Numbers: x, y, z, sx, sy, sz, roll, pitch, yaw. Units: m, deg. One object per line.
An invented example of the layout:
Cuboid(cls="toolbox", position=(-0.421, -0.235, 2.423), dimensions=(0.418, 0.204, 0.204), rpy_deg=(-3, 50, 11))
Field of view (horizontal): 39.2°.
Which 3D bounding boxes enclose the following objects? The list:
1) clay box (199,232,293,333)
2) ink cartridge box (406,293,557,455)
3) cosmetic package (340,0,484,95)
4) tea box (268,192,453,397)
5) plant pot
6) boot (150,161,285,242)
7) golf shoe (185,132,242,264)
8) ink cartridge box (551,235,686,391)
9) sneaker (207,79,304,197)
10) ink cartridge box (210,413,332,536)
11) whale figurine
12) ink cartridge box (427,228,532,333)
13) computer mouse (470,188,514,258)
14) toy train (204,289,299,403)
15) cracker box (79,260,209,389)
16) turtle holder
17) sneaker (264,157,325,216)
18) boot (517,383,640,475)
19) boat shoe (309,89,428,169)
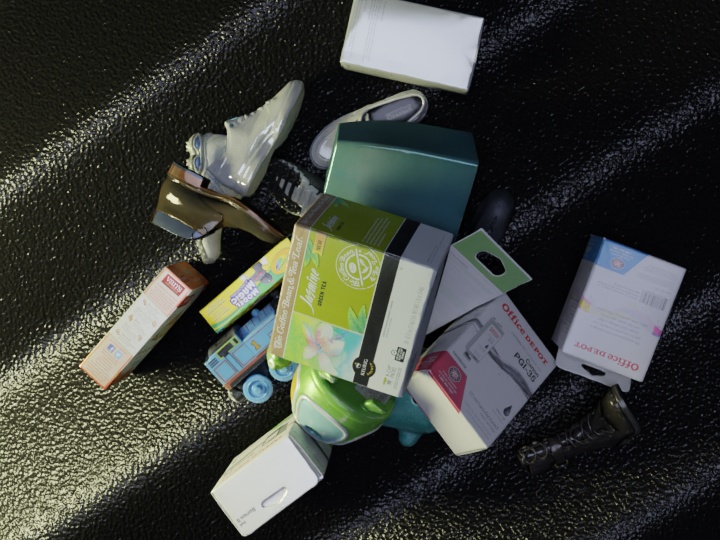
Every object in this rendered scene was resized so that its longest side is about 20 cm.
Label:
Cuboid(cls="clay box", position=(-0.144, 0.010, 1.527), dimensions=(0.200, 0.115, 0.048), rpy_deg=(-39, 91, 5))
Cuboid(cls="ink cartridge box", position=(0.175, 0.147, 1.478), dimensions=(0.200, 0.083, 0.147), rpy_deg=(-42, 98, -34))
Cuboid(cls="cosmetic package", position=(0.078, -0.338, 1.511), dimensions=(0.199, 0.081, 0.114), rpy_deg=(15, 95, 1))
Cuboid(cls="tea box", position=(0.000, 0.031, 1.364), dimensions=(0.195, 0.134, 0.201), rpy_deg=(17, 116, 9))
Cuboid(cls="plant pot", position=(0.052, -0.138, 1.465), dimensions=(0.199, 0.142, 0.142), rpy_deg=(14, 115, -4))
Cuboid(cls="boot", position=(-0.211, -0.069, 1.477), dimensions=(0.199, 0.075, 0.097), rpy_deg=(31, 93, 10))
Cuboid(cls="golf shoe", position=(-0.213, -0.110, 1.545), dimensions=(0.096, 0.078, 0.202), rpy_deg=(-2, 95, -3))
Cuboid(cls="ink cartridge box", position=(0.372, 0.064, 1.498), dimensions=(0.128, 0.125, 0.201), rpy_deg=(21, 96, 2))
Cuboid(cls="sneaker", position=(-0.157, -0.214, 1.516), dimensions=(0.088, 0.075, 0.201), rpy_deg=(28, 74, 7))
Cuboid(cls="ink cartridge box", position=(-0.125, 0.292, 1.501), dimensions=(0.145, 0.200, 0.084), rpy_deg=(-38, 91, 4))
Cuboid(cls="whale figurine", position=(0.053, 0.194, 1.534), dimensions=(0.198, 0.104, 0.160), rpy_deg=(-13, 93, 5))
Cuboid(cls="ink cartridge box", position=(0.124, 0.008, 1.456), dimensions=(0.199, 0.048, 0.145), rpy_deg=(-31, 133, 23))
Cuboid(cls="computer mouse", position=(0.184, -0.031, 1.548), dimensions=(0.058, 0.034, 0.201), rpy_deg=(21, 95, 1))
Cuboid(cls="toy train", position=(-0.139, 0.113, 1.540), dimensions=(0.200, 0.087, 0.114), rpy_deg=(-41, 103, 5))
Cuboid(cls="cracker box", position=(-0.323, 0.080, 1.530), dimensions=(0.058, 0.134, 0.200), rpy_deg=(41, 95, 0))
Cuboid(cls="turtle holder", position=(-0.047, 0.173, 1.456), dimensions=(0.185, 0.141, 0.132), rpy_deg=(26, 125, -23))
Cuboid(cls="sneaker", position=(-0.060, -0.109, 1.541), dimensions=(0.200, 0.090, 0.067), rpy_deg=(34, 113, 25))
Cuboid(cls="boot", position=(0.315, 0.249, 1.490), dimensions=(0.173, 0.200, 0.070), rpy_deg=(-21, 61, -2))
Cuboid(cls="boat shoe", position=(0.012, -0.213, 1.529), dimensions=(0.199, 0.066, 0.072), rpy_deg=(-23, 93, 4))
